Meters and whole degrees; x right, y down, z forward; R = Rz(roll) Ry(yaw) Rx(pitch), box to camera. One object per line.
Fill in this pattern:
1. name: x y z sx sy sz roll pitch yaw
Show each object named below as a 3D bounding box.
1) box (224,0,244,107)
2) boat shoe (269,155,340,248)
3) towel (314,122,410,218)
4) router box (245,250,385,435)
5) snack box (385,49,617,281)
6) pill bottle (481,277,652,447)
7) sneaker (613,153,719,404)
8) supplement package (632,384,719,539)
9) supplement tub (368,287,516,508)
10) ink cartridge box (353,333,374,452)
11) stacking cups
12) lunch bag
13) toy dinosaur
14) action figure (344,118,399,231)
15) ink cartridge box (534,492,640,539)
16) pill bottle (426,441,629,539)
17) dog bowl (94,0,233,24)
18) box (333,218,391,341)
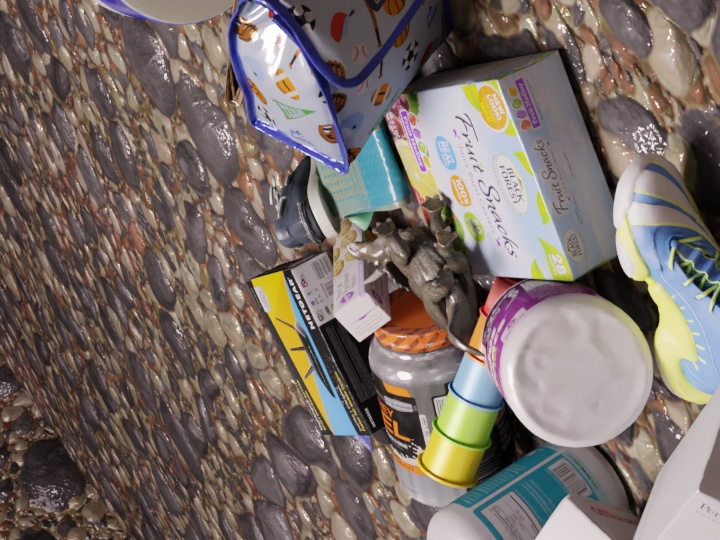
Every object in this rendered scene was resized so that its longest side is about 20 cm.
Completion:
1. box: -0.065 -0.259 1.212 0.021 0.200 0.164 19 146 3
2. boat shoe: -0.056 -0.067 1.454 0.200 0.062 0.075 -97 -16 -68
3. towel: -0.020 -0.148 1.308 0.147 0.022 0.201 -2 108 65
4. router box: -0.041 0.084 1.598 0.201 0.051 0.149 64 157 -5
5. snack box: 0.111 -0.082 1.176 0.200 0.068 0.169 2 117 63
6. pill bottle: 0.154 0.063 1.133 0.200 0.112 0.113 -107 -8 -84
7. sneaker: 0.248 0.009 1.006 0.105 0.076 0.200 10 133 47
8. supplement package: 0.271 0.172 1.013 0.117 0.118 0.200 25 148 8
9. supplement tub: 0.078 0.118 1.394 0.122 0.122 0.201 30 140 51
10. ink cartridge box: -0.019 0.104 1.683 0.119 0.042 0.201 34 142 46
11. stacking cups: 0.110 0.094 1.294 0.060 0.060 0.201 36 114 45
12. lunch bag: -0.014 -0.201 1.111 0.124 0.170 0.200 27 157 21
13. toy dinosaur: 0.066 0.006 1.210 0.200 0.077 0.102 44 166 38
14. action figure: 0.008 -0.132 1.352 0.118 0.055 0.200 58 158 14
15. ink cartridge box: 0.246 0.286 1.195 0.200 0.083 0.146 42 -169 38
16. pill bottle: 0.137 0.239 1.304 0.111 0.200 0.111 46 152 33
17. dog bowl: -0.181 -0.331 1.340 0.079 0.200 0.201 24 137 51
18. box: 0.000 0.000 1.399 0.039 0.041 0.200 47 -163 -20
